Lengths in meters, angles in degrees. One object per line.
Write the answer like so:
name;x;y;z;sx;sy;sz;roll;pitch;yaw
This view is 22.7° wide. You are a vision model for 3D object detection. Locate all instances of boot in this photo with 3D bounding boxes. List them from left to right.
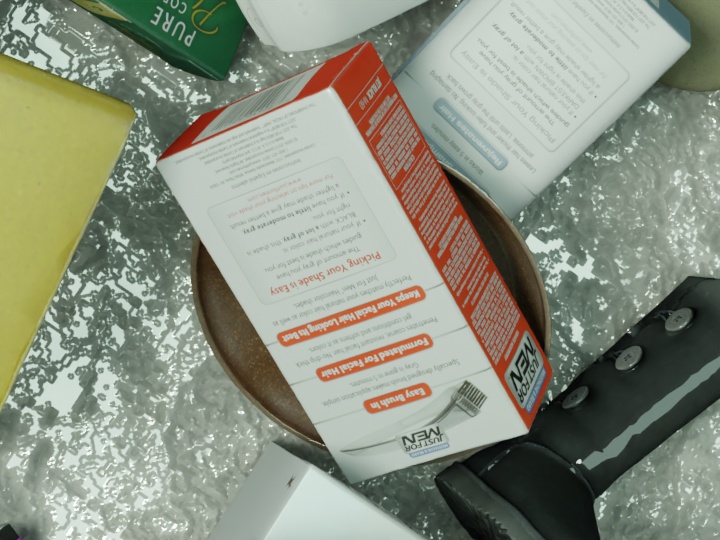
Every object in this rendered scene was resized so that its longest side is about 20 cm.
boot;0.153;0.090;0.966;0.200;0.165;0.066;-34;116;-9

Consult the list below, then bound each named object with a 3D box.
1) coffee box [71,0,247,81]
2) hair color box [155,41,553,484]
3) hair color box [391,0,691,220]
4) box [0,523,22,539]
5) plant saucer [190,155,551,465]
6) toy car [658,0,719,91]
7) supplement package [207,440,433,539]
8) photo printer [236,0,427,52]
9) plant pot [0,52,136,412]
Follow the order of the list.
coffee box;-0.083;-0.215;0.948;0.044;0.123;0.201;19;86;33
hair color box;0.000;0.000;0.894;0.111;0.064;0.200;-19;109;30
hair color box;0.071;-0.089;0.958;0.099;0.061;0.200;43;110;-7
box;-0.182;0.257;0.943;0.143;0.036;0.200;-40;95;-29
plant saucer;0.008;0.012;0.957;0.200;0.037;0.201;9;122;15
toy car;0.226;-0.210;1.011;0.164;0.158;0.200;32;58;0
supplement package;0.004;0.210;0.939;0.200;0.151;0.152;34;84;-8
photo printer;0.007;-0.216;0.936;0.200;0.069;0.167;-28;124;-25
plant pot;-0.256;-0.035;0.849;0.200;0.195;0.195;26;85;-25
